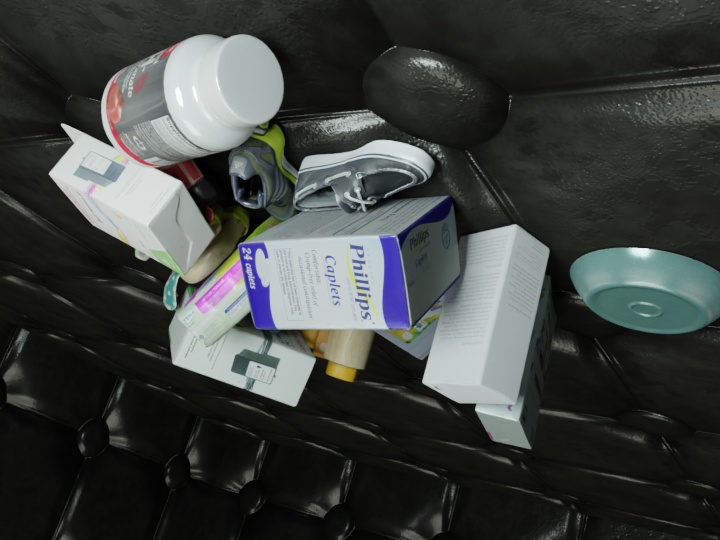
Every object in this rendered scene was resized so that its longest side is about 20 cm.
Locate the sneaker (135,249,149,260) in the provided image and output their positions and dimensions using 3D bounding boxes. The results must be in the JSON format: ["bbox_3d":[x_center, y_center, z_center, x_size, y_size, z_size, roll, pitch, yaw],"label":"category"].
[{"bbox_3d":[-0.294,-0.067,1.191,0.074,0.092,0.199,25,158,-20],"label":"sneaker"}]

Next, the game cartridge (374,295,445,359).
[{"bbox_3d":[0.072,0.043,1.121,0.199,0.134,0.041,33,-163,-36],"label":"game cartridge"}]

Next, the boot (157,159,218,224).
[{"bbox_3d":[-0.259,-0.107,1.010,0.199,0.072,0.146,-15,112,54],"label":"boot"}]

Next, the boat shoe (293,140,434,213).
[{"bbox_3d":[-0.003,-0.098,0.894,0.197,0.069,0.072,1,154,40],"label":"boat shoe"}]

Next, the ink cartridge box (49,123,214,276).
[{"bbox_3d":[-0.280,-0.084,0.919,0.198,0.068,0.118,26,159,23],"label":"ink cartridge box"}]

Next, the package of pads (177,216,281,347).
[{"bbox_3d":[-0.153,0.004,1.056,0.068,0.154,0.200,45,-169,-9],"label":"package of pads"}]

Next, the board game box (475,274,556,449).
[{"bbox_3d":[0.218,0.124,1.072,0.063,0.203,0.148,9,158,22],"label":"board game box"}]

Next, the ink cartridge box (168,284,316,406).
[{"bbox_3d":[-0.179,0.112,1.172,0.197,0.084,0.147,24,-173,-22],"label":"ink cartridge box"}]

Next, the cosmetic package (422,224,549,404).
[{"bbox_3d":[0.155,0.055,0.954,0.071,0.203,0.101,30,157,-30],"label":"cosmetic package"}]

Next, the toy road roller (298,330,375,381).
[{"bbox_3d":[-0.049,0.094,1.268,0.143,0.125,0.200,16,-179,1],"label":"toy road roller"}]

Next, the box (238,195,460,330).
[{"bbox_3d":[-0.006,-0.010,0.902,0.196,0.107,0.184,-2,-163,26],"label":"box"}]

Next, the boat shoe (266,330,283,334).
[{"bbox_3d":[-0.129,0.046,1.211,0.200,0.073,0.067,-119,6,-76],"label":"boat shoe"}]

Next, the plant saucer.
[{"bbox_3d":[0.356,0.034,0.969,0.196,0.037,0.201,17,159,6],"label":"plant saucer"}]

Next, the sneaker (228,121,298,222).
[{"bbox_3d":[-0.122,-0.106,0.957,0.072,0.082,0.201,12,159,16],"label":"sneaker"}]

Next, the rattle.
[{"bbox_3d":[-0.261,-0.044,1.108,0.142,0.132,0.198,30,140,-35],"label":"rattle"}]

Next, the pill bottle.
[{"bbox_3d":[-0.169,-0.172,0.789,0.198,0.113,0.110,-3,151,45],"label":"pill bottle"}]
